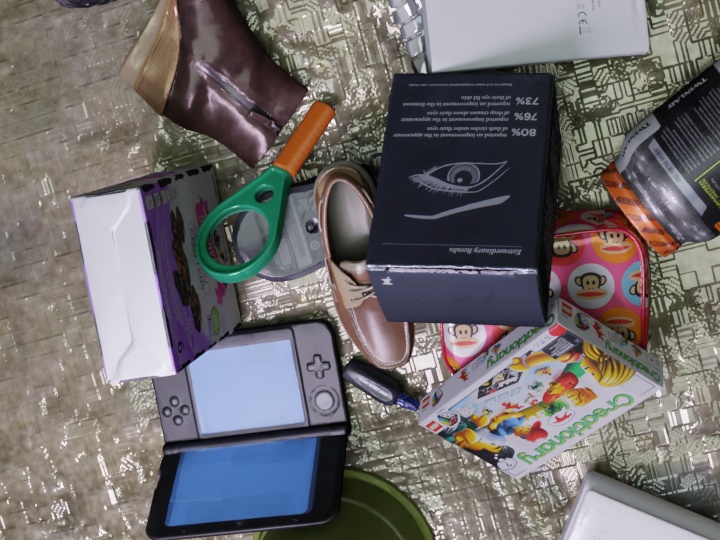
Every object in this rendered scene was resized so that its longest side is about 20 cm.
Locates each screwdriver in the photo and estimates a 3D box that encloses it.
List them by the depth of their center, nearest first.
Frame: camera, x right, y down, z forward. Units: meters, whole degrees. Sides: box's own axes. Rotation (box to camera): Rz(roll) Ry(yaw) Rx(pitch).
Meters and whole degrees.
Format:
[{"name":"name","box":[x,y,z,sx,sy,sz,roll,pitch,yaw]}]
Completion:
[{"name":"screwdriver","box":[0.072,0.141,1.378,0.199,0.028,0.029,26,76,4]}]

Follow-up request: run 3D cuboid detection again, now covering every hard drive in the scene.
[{"name":"hard drive","box":[0.152,-0.250,1.245,0.198,0.026,0.133,-6,92,-7]}]

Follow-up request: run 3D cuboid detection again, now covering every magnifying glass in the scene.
[{"name":"magnifying glass","box":[-0.084,-0.075,1.319,0.079,0.022,0.201,22,71,28]}]

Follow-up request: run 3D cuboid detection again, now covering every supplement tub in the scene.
[{"name":"supplement tub","box":[0.316,-0.110,1.226,0.199,0.123,0.123,-38,91,15]}]

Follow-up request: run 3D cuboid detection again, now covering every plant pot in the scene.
[{"name":"plant pot","box":[-0.037,0.316,1.348,0.198,0.190,0.202,3,102,12]}]

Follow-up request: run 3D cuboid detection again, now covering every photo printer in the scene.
[{"name":"photo printer","box":[0.280,0.301,1.337,0.198,0.069,0.168,21,104,7]}]

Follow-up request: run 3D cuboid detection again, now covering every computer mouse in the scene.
[{"name":"computer mouse","box":[-0.025,-0.045,1.354,0.198,0.053,0.140,-12,99,3]}]

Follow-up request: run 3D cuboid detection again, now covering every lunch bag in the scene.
[{"name":"lunch bag","box":[0.170,0.036,1.303,0.198,0.082,0.178,-1,109,12]}]

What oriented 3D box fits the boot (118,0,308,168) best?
[{"name":"boot","box":[-0.118,-0.219,1.343,0.165,0.072,0.201,31,104,-7]}]

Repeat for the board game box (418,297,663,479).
[{"name":"board game box","box":[0.161,0.112,1.282,0.126,0.035,0.200,30,134,-21]}]

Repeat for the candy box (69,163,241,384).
[{"name":"candy box","box":[-0.185,-0.004,1.315,0.071,0.200,0.170,-8,99,14]}]

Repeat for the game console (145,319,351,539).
[{"name":"game console","box":[-0.118,0.154,1.374,0.198,0.116,0.178,-8,99,13]}]

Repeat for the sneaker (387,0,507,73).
[{"name":"sneaker","box":[0.083,-0.256,1.284,0.114,0.075,0.202,-19,104,9]}]

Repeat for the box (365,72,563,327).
[{"name":"box","box":[0.093,-0.062,1.214,0.146,0.105,0.202,3,63,14]}]

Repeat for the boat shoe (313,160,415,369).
[{"name":"boat shoe","box":[0.000,0.000,1.297,0.075,0.072,0.202,-19,98,5]}]

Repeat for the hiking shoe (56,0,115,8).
[{"name":"hiking shoe","box":[-0.226,-0.337,1.338,0.200,0.076,0.101,-40,82,7]}]
